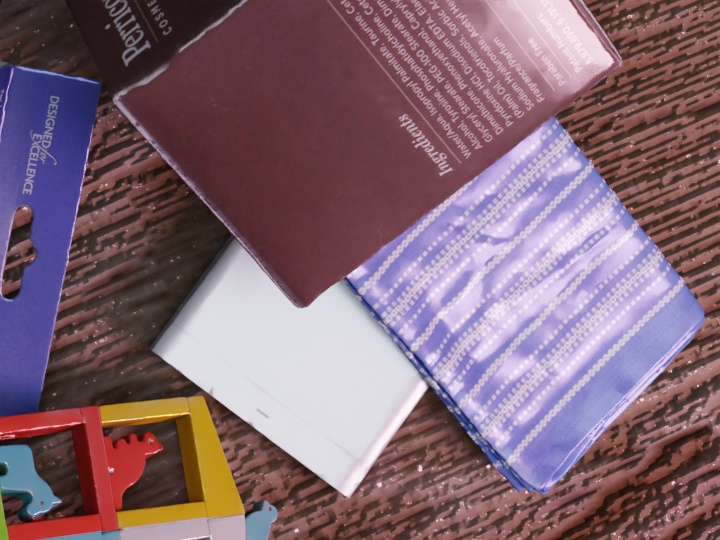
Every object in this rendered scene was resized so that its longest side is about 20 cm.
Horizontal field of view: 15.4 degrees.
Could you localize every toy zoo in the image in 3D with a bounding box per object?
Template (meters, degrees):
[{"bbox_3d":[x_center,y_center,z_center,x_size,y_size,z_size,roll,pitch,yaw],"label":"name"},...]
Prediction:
[{"bbox_3d":[-0.133,0.135,1.354,0.199,0.020,0.132,-5,79,-31],"label":"toy zoo"}]

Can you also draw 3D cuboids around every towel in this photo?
[{"bbox_3d":[0.082,0.005,1.399,0.145,0.024,0.200,-44,113,-9],"label":"towel"}]

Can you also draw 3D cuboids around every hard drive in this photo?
[{"bbox_3d":[0.000,0.000,1.407,0.132,0.026,0.200,37,87,-10],"label":"hard drive"}]

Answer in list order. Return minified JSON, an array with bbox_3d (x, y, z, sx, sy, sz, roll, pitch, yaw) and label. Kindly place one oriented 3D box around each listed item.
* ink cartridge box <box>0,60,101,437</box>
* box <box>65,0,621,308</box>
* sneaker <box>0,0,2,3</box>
[{"bbox_3d":[-0.244,-0.018,1.318,0.199,0.047,0.199,12,108,-3],"label":"ink cartridge box"},{"bbox_3d":[-0.016,-0.129,1.284,0.200,0.166,0.164,-37,127,5],"label":"box"},{"bbox_3d":[-0.213,-0.157,1.339,0.080,0.074,0.201,19,89,-8],"label":"sneaker"}]
